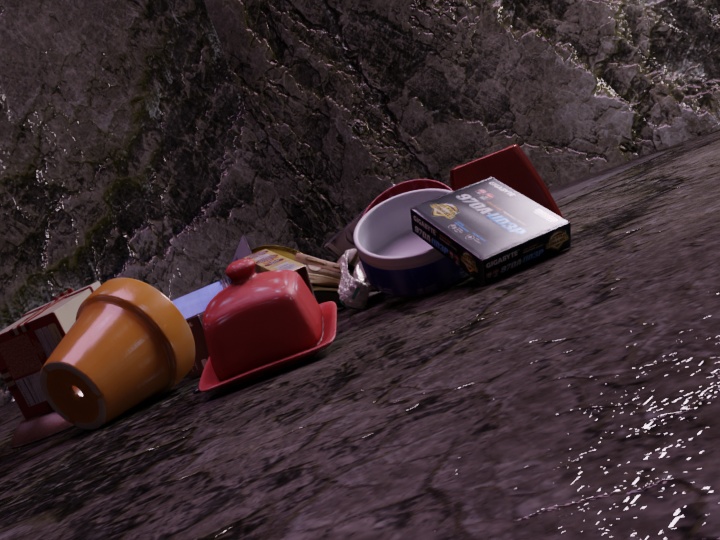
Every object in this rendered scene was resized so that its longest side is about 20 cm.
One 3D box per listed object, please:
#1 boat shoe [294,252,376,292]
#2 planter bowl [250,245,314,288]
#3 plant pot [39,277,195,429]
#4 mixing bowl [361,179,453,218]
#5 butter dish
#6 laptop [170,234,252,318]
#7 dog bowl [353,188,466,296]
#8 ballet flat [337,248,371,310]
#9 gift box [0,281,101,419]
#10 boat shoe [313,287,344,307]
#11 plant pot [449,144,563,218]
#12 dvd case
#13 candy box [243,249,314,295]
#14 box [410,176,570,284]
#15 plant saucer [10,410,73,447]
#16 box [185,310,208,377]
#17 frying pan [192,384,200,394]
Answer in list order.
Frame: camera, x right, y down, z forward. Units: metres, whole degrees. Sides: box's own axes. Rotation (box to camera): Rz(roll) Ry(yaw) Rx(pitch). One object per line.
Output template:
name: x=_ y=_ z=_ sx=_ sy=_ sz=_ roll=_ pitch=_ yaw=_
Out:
boat shoe: x=-0.032 y=0.004 z=1.845 sx=0.199 sy=0.065 sz=0.071 roll=7 pitch=-8 yaw=-12
planter bowl: x=-0.173 y=0.049 z=1.995 sx=0.200 sy=0.201 sz=0.084 roll=-19 pitch=35 yaw=32
plant pot: x=-0.390 y=0.143 z=1.486 sx=0.199 sy=0.201 sz=0.183 roll=-19 pitch=20 yaw=36
mixing bowl: x=0.105 y=-0.054 z=1.733 sx=0.199 sy=0.201 sz=0.109 roll=-20 pitch=-40 yaw=14
butter dish: x=-0.143 y=0.055 z=1.322 sx=0.199 sy=0.149 sz=0.200 roll=-20 pitch=15 yaw=4
laptop: x=-0.291 y=0.058 z=1.946 sx=0.115 sy=0.188 sz=0.201 roll=3 pitch=-50 yaw=-30
dog bowl: x=0.093 y=-0.048 z=1.572 sx=0.199 sy=0.079 sz=0.201 roll=-13 pitch=34 yaw=9
ballet flat: x=0.000 y=0.000 z=1.742 sx=0.071 sy=0.072 sz=0.200 roll=-20 pitch=26 yaw=11
gift box: x=-0.506 y=0.138 z=1.688 sx=0.199 sy=0.186 sz=0.187 roll=-17 pitch=13 yaw=16
boat shoe: x=-0.104 y=0.071 z=1.879 sx=0.200 sy=0.064 sz=0.074 roll=-6 pitch=-21 yaw=23
plant pot: x=0.266 y=-0.135 z=1.818 sx=0.199 sy=0.177 sz=0.200 roll=-20 pitch=3 yaw=11
dvd case: x=0.048 y=-0.059 z=1.845 sx=0.200 sy=0.149 sz=0.016 roll=-40 pitch=21 yaw=30
candy box: x=-0.145 y=0.036 z=1.753 sx=0.055 sy=0.116 sz=0.200 roll=-21 pitch=18 yaw=-21
box: x=0.191 y=-0.064 z=1.432 sx=0.158 sy=0.046 sz=0.200 roll=-21 pitch=34 yaw=-20
plant saucer: x=-0.530 y=0.257 z=1.698 sx=0.199 sy=0.037 sz=0.200 roll=-22 pitch=3 yaw=1
box: x=-0.239 y=0.110 z=1.702 sx=0.075 sy=0.101 sz=0.200 roll=-20 pitch=2 yaw=27
frying pan: x=-0.170 y=0.134 z=1.417 sx=0.114 sy=0.031 sz=0.190 roll=-23 pitch=14 yaw=13
